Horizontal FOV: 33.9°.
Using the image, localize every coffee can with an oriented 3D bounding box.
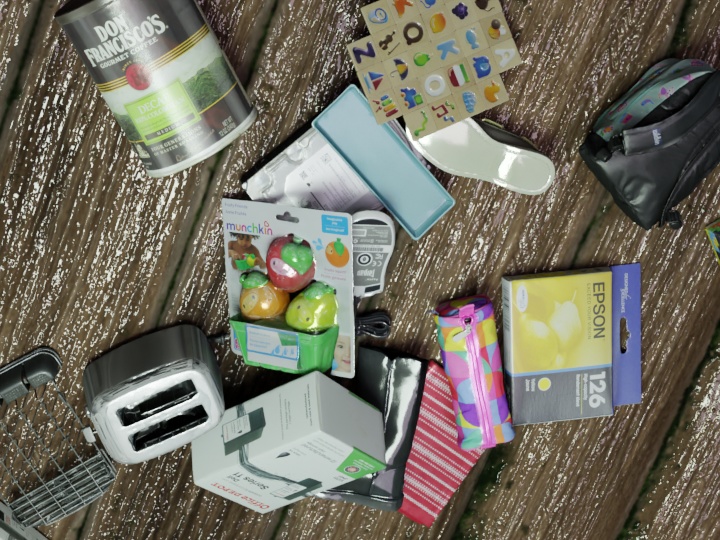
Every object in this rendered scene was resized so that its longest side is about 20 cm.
[{"bbox_3d":[-0.221,-0.227,1.301,0.145,0.147,0.202,-29,112,-2],"label":"coffee can"}]

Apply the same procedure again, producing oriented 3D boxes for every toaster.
[{"bbox_3d":[-0.241,0.148,1.432,0.197,0.129,0.115,-22,113,-5],"label":"toaster"}]

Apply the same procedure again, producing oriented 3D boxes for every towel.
[{"bbox_3d":[0.091,0.236,1.594,0.144,0.023,0.201,33,97,-18],"label":"towel"}]

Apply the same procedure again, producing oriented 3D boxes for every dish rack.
[{"bbox_3d":[-0.400,0.215,1.460,0.152,0.055,0.202,-27,114,-1],"label":"dish rack"}]

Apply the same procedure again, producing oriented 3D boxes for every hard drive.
[{"bbox_3d":[-0.030,-0.118,1.440,0.199,0.038,0.140,-38,112,2],"label":"hard drive"}]

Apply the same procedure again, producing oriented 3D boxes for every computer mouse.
[{"bbox_3d":[0.000,0.000,1.461,0.108,0.044,0.202,3,127,-11],"label":"computer mouse"}]

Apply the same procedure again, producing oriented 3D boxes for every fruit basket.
[{"bbox_3d":[-0.090,0.022,1.411,0.183,0.094,0.203,9,116,27],"label":"fruit basket"}]

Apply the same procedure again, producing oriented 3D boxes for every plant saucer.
[{"bbox_3d":[0.028,-0.129,1.420,0.070,0.019,0.200,-42,113,3],"label":"plant saucer"}]

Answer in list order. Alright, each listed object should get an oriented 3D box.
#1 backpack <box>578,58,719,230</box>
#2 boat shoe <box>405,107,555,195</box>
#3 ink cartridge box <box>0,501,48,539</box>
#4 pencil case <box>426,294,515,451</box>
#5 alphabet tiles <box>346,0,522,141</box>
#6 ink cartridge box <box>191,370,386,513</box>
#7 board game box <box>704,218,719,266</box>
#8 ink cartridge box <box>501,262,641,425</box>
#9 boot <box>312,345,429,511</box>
[{"bbox_3d":[0.379,-0.172,1.467,0.200,0.127,0.167,-44,123,3],"label":"backpack"},{"bbox_3d":[0.143,-0.152,1.455,0.199,0.060,0.073,20,111,-15],"label":"boat shoe"},{"bbox_3d":[-0.473,0.380,1.481,0.147,0.083,0.200,-43,112,5],"label":"ink cartridge box"},{"bbox_3d":[0.146,0.131,1.526,0.087,0.088,0.203,-15,104,-7],"label":"pencil case"},{"bbox_3d":[0.089,-0.256,1.400,0.198,0.006,0.169,-24,94,-12],"label":"alphabet tiles"},{"bbox_3d":[-0.089,0.215,1.448,0.198,0.084,0.146,-25,143,26],"label":"ink cartridge box"},{"bbox_3d":[0.587,-0.032,1.598,0.198,0.057,0.167,-30,113,-2],"label":"board game box"},{"bbox_3d":[0.287,0.098,1.571,0.197,0.047,0.201,-5,102,-8],"label":"ink cartridge box"},{"bbox_3d":[-0.006,0.195,1.532,0.162,0.066,0.203,10,101,3],"label":"boot"}]
